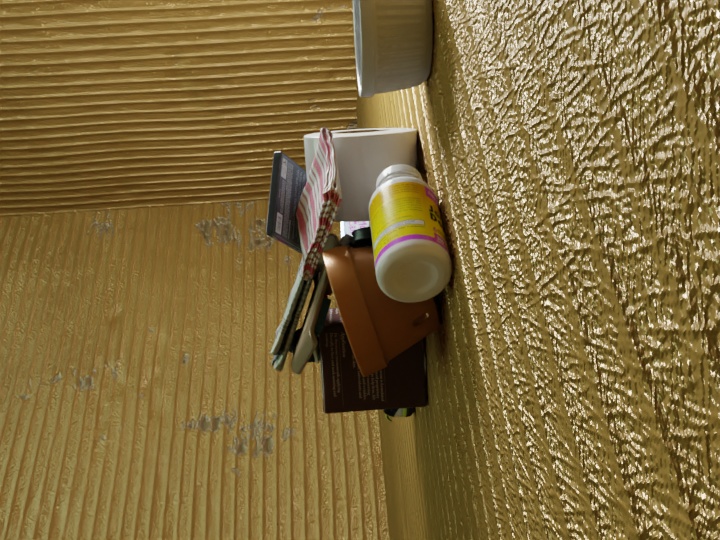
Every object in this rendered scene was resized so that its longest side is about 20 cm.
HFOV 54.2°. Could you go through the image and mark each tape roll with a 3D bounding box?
[{"bbox_3d":[0.003,-0.172,1.229,0.203,0.198,0.142,-101,8,-75],"label":"tape roll"}]

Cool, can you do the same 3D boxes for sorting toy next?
[{"bbox_3d":[-0.074,0.063,1.229,0.186,0.036,0.203,120,163,-61],"label":"sorting toy"}]

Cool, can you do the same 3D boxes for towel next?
[{"bbox_3d":[-0.132,0.072,1.334,0.193,0.034,0.203,-114,42,-77],"label":"towel"},{"bbox_3d":[-0.073,-0.103,1.112,0.201,0.029,0.148,114,155,-46],"label":"towel"}]

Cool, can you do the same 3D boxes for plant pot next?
[{"bbox_3d":[0.036,0.044,1.081,0.200,0.138,0.204,-20,-90,-89],"label":"plant pot"}]

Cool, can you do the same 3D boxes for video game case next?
[{"bbox_3d":[-0.104,-0.106,1.257,0.200,0.019,0.146,32,-121,-63],"label":"video game case"}]

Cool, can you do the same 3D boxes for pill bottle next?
[{"bbox_3d":[0.065,-0.060,0.990,0.202,0.102,0.105,-96,3,-45],"label":"pill bottle"}]

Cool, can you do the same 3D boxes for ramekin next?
[{"bbox_3d":[0.045,-0.361,1.034,0.200,0.103,0.205,177,90,-87],"label":"ramekin"}]

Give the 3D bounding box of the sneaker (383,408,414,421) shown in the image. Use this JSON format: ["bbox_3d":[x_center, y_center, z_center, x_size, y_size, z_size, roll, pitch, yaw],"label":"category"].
[{"bbox_3d":[0.073,0.230,1.563,0.072,0.081,0.204,99,168,-79],"label":"sneaker"}]

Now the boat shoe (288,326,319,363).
[{"bbox_3d":[-0.114,0.148,1.402,0.199,0.065,0.076,104,164,-83],"label":"boat shoe"}]

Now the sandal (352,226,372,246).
[{"bbox_3d":[0.051,-0.064,1.141,0.200,0.074,0.049,9,-107,-65],"label":"sandal"}]

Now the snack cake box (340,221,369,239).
[{"bbox_3d":[-0.007,-0.018,1.524,0.202,0.066,0.116,-94,0,-45],"label":"snack cake box"}]

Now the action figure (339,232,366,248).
[{"bbox_3d":[0.000,0.000,1.267,0.200,0.100,0.121,59,-137,-67],"label":"action figure"}]

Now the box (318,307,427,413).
[{"bbox_3d":[0.019,0.165,1.359,0.164,0.196,0.170,-109,17,-82],"label":"box"}]

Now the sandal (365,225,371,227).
[{"bbox_3d":[0.019,-0.054,1.381,0.055,0.198,0.083,43,-125,-28],"label":"sandal"}]
